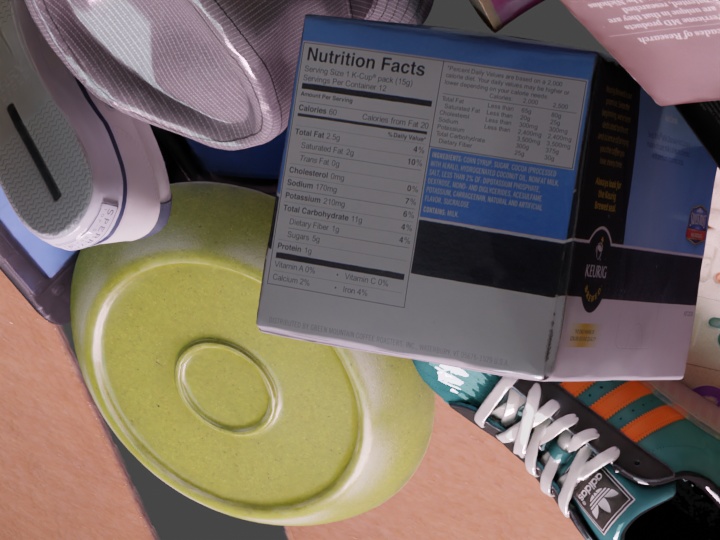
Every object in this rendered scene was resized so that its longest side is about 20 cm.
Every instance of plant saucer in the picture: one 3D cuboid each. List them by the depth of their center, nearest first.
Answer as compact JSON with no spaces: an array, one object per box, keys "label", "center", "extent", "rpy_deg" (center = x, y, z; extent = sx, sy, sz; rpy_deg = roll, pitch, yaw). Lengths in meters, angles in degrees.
[{"label":"plant saucer","center":[-0.061,0.051,1.397],"extent":[0.199,0.031,0.201],"rpy_deg":[14,128,19]}]

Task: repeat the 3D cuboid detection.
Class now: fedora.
[{"label":"fedora","center":[-0.070,-0.119,1.200],"extent":[0.176,0.091,0.200],"rpy_deg":[-7,138,35]}]

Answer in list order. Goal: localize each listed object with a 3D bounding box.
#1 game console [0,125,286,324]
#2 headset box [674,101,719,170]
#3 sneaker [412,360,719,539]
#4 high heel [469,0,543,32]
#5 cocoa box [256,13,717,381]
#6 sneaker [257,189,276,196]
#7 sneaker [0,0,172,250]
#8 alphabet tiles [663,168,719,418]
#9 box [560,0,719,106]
[{"label":"game console","center":[-0.100,-0.052,1.387],"extent":[0.116,0.176,0.200],"rpy_deg":[39,170,34]},{"label":"headset box","center":[0.234,-0.002,1.175],"extent":[0.200,0.075,0.149],"rpy_deg":[40,-165,-39]},{"label":"sneaker","center":[0.109,0.080,1.326],"extent":[0.199,0.080,0.071],"rpy_deg":[28,127,-9]},{"label":"high heel","center":[0.051,-0.186,1.065],"extent":[0.200,0.096,0.067],"rpy_deg":[59,178,-29]},{"label":"cocoa box","center":[0.060,-0.028,1.197],"extent":[0.133,0.132,0.200],"rpy_deg":[9,-178,22]},{"label":"sneaker","center":[0.007,0.019,1.498],"extent":[0.199,0.079,0.075],"rpy_deg":[16,158,10]},{"label":"sneaker","center":[-0.147,-0.092,1.276],"extent":[0.073,0.201,0.071],"rpy_deg":[-34,157,25]},{"label":"alphabet tiles","center":[0.191,0.032,1.334],"extent":[0.194,0.015,0.201],"rpy_deg":[11,127,3]},{"label":"box","center":[0.095,-0.153,1.013],"extent":[0.075,0.101,0.200],"rpy_deg":[-1,150,40]}]
